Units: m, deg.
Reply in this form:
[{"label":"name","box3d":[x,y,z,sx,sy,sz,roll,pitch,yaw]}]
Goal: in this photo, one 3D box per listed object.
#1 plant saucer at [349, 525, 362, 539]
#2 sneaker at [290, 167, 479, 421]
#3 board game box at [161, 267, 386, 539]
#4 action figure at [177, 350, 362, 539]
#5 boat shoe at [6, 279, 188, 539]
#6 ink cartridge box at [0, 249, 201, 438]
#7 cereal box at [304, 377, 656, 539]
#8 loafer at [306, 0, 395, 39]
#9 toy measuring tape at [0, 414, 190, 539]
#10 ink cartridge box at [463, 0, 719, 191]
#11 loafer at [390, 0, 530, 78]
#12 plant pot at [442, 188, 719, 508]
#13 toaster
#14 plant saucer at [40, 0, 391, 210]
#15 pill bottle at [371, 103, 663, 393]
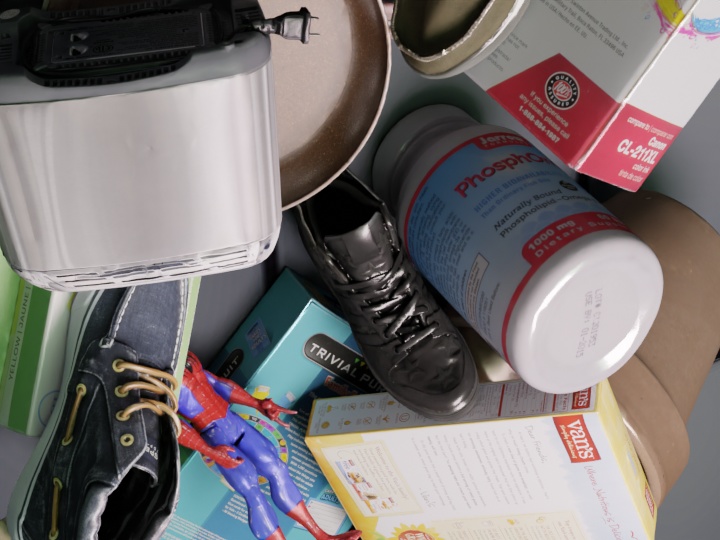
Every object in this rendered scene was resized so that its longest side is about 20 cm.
[{"label":"plant saucer","box3d":[0.055,0.196,1.337,0.199,0.200,0.035,-27,116,-16]},{"label":"sneaker","box3d":[0.003,-0.002,1.172,0.060,0.201,0.104,-33,160,-5]},{"label":"board game box","box3d":[-0.051,0.117,1.291,0.151,0.047,0.201,33,99,-37]},{"label":"action figure","box3d":[-0.080,0.106,1.197,0.052,0.200,0.065,-41,-178,43]},{"label":"boat shoe","box3d":[-0.126,0.077,1.069,0.070,0.090,0.202,24,82,-39]},{"label":"ink cartridge box","box3d":[-0.188,0.021,1.098,0.199,0.048,0.147,11,90,-42]},{"label":"cereal box","box3d":[0.080,0.131,1.240,0.198,0.040,0.145,-7,134,21]},{"label":"loafer","box3d":[0.040,-0.160,1.151,0.198,0.072,0.063,-8,132,-34]},{"label":"toy measuring tape","box3d":[-0.171,0.129,1.182,0.200,0.073,0.074,-39,145,-50]},{"label":"ink cartridge box","box3d":[0.148,-0.169,1.062,0.083,0.146,0.201,14,117,-54]},{"label":"loafer","box3d":[0.067,-0.194,1.021,0.069,0.075,0.201,1,127,-49]},{"label":"plant pot","box3d":[0.172,0.043,1.328,0.175,0.199,0.201,-48,139,-22]},{"label":"toaster","box3d":[-0.116,-0.071,1.014,0.198,0.114,0.130,-8,119,-4]},{"label":"plant saucer","box3d":[-0.082,-0.121,1.073,0.198,0.032,0.202,-3,121,-5]},{"label":"pill bottle","box3d":[0.090,-0.021,1.191,0.108,0.200,0.110,-19,131,-23]}]
